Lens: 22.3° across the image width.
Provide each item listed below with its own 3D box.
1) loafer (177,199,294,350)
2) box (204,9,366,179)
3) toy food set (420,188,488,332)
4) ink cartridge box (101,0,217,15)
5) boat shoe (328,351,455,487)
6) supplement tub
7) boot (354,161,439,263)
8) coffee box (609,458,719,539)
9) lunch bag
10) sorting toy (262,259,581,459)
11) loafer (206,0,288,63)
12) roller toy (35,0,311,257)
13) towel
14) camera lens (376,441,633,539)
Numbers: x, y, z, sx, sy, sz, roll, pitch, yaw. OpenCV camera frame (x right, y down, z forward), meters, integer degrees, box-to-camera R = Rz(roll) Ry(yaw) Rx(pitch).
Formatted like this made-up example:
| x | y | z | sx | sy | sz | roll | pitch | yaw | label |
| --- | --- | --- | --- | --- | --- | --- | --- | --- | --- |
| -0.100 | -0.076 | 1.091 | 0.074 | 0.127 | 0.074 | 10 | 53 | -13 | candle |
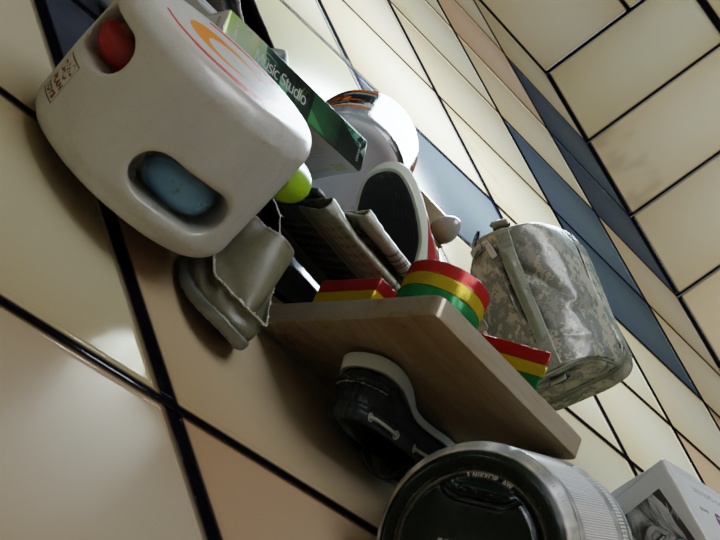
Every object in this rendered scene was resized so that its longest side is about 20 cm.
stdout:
| x | y | z | sx | sy | sz | roll | pitch | yaw | label |
| --- | --- | --- | --- | --- | --- | --- | --- | --- | --- |
| -0.093 | -0.011 | 1.425 | 0.075 | 0.070 | 0.200 | 47 | 16 | -25 | loafer |
| -0.108 | -0.136 | 1.535 | 0.200 | 0.144 | 0.037 | 40 | 52 | -44 | box |
| 0.079 | -0.032 | 2.054 | 0.144 | 0.060 | 0.200 | 45 | 16 | -33 | toy food set |
| -0.159 | -0.214 | 1.644 | 0.116 | 0.068 | 0.200 | 42 | 5 | -43 | ink cartridge box |
| 0.025 | 0.142 | 1.482 | 0.200 | 0.075 | 0.061 | 53 | 49 | -44 | boat shoe |
| -0.006 | -0.115 | 1.847 | 0.123 | 0.122 | 0.200 | 52 | 13 | -7 | supplement tub |
| 0.054 | -0.013 | 1.767 | 0.144 | 0.072 | 0.201 | -31 | 114 | -66 | boot |
| 0.249 | 0.308 | 1.525 | 0.199 | 0.200 | 0.198 | 31 | 28 | -57 | coffee box |
| 0.209 | 0.047 | 2.093 | 0.201 | 0.139 | 0.168 | 70 | 12 | 19 | lunch bag |
| 0.056 | 0.068 | 1.471 | 0.200 | 0.198 | 0.070 | 45 | 58 | -33 | sorting toy |
| -0.108 | -0.227 | 1.895 | 0.201 | 0.063 | 0.072 | 59 | 15 | 17 | loafer |
| -0.143 | -0.107 | 1.350 | 0.200 | 0.140 | 0.182 | 46 | 11 | 11 | roller toy |
| 0.000 | 0.000 | 1.602 | 0.200 | 0.035 | 0.192 | 48 | -15 | -20 | towel |
| 0.113 | 0.216 | 1.383 | 0.160 | 0.160 | 0.200 | 60 | 15 | 21 | camera lens |
